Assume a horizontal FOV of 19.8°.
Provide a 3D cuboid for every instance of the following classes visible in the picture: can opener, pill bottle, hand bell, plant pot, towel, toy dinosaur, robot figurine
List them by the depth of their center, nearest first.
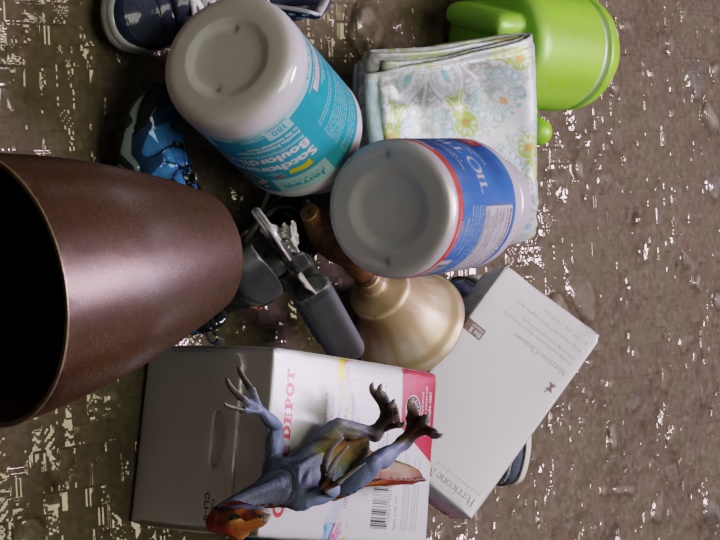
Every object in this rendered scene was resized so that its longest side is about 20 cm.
[{"bbox_3d":[-0.187,-0.001,1.449,0.200,0.187,0.187,-12,98,-46],"label":"plant pot"},{"bbox_3d":[-0.028,0.158,1.505,0.181,0.105,0.200,-37,130,-19],"label":"toy dinosaur"},{"bbox_3d":[-0.066,-0.126,1.616,0.200,0.111,0.111,43,56,-62],"label":"pill bottle"},{"bbox_3d":[-0.053,0.017,1.645,0.066,0.053,0.200,-36,145,0],"label":"can opener"},{"bbox_3d":[0.066,-0.054,1.690,0.200,0.112,0.112,-9,96,-64],"label":"pill bottle"},{"bbox_3d":[0.000,0.000,1.715,0.200,0.104,0.104,48,54,-49],"label":"hand bell"},{"bbox_3d":[0.078,-0.105,1.810,0.171,0.048,0.200,-11,112,-23],"label":"towel"},{"bbox_3d":[0.162,-0.209,1.924,0.200,0.116,0.176,-1,105,-48],"label":"robot figurine"}]

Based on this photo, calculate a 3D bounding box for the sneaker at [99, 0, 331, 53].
[{"bbox_3d":[-0.105,-0.218,1.618,0.200,0.108,0.070,-21,104,-48],"label":"sneaker"}]

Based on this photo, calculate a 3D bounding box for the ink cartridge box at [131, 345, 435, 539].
[{"bbox_3d":[-0.059,0.141,1.636,0.200,0.145,0.145,13,79,-48],"label":"ink cartridge box"}]

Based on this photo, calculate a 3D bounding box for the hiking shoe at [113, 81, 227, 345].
[{"bbox_3d":[-0.137,-0.045,1.584,0.074,0.087,0.200,-10,100,-66],"label":"hiking shoe"}]

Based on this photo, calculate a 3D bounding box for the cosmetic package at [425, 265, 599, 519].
[{"bbox_3d":[0.102,0.108,1.805,0.113,0.081,0.200,36,76,-6],"label":"cosmetic package"}]

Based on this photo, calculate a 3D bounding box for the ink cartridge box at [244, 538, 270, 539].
[{"bbox_3d":[-0.083,0.310,1.628,0.200,0.116,0.067,-56,130,-33],"label":"ink cartridge box"}]

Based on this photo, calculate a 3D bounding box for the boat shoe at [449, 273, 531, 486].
[{"bbox_3d":[0.107,0.104,1.886,0.062,0.075,0.200,-14,99,-50],"label":"boat shoe"}]

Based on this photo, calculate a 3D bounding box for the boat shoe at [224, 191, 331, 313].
[{"bbox_3d":[-0.061,-0.027,1.704,0.201,0.063,0.074,-41,117,-43],"label":"boat shoe"}]
